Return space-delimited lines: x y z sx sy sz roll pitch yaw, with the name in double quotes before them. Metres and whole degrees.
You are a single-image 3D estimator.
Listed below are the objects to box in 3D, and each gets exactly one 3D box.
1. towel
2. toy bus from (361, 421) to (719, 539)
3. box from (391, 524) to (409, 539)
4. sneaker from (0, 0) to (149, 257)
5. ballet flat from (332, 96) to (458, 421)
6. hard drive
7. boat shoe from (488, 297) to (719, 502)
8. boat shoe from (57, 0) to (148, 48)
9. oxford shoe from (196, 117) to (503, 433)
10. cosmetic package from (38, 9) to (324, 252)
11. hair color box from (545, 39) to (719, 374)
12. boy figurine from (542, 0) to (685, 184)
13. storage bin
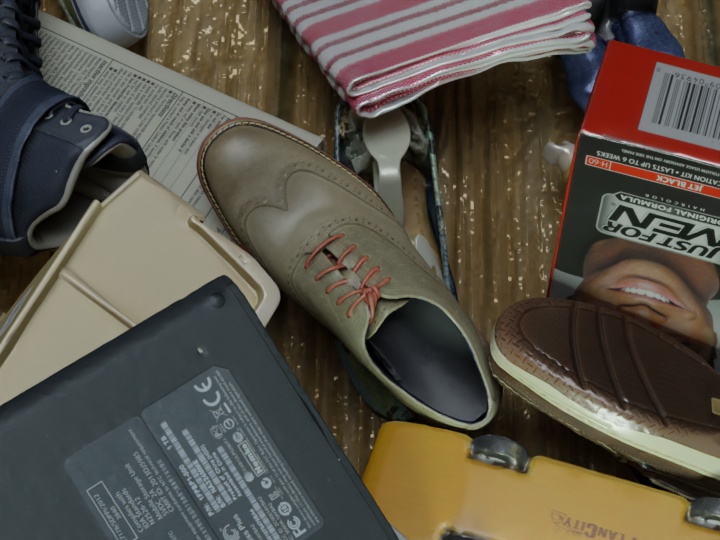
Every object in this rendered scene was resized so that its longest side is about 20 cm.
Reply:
"towel" 0.028 -0.154 1.052 0.146 0.030 0.200 -19 36 -12
"toy bus" 0.095 0.134 0.898 0.200 0.078 0.065 15 62 9
"box" -0.026 0.178 0.824 0.200 0.041 0.156 44 58 -26
"sneaker" -0.160 -0.101 0.942 0.146 0.077 0.203 13 73 21
"ballet flat" 0.014 -0.020 0.991 0.074 0.074 0.200 -7 61 -3
"hard drive" -0.097 0.108 0.729 0.200 0.033 0.140 -31 88 -28
"boat shoe" 0.149 0.083 0.913 0.202 0.075 0.075 24 41 -2
"boat shoe" -0.179 -0.201 1.104 0.062 0.072 0.200 -30 58 12
"oxford shoe" 0.000 0.000 0.913 0.200 0.075 0.070 43 89 -4
"cosmetic package" -0.128 -0.056 1.009 0.200 0.073 0.104 27 65 14
"hair color box" 0.148 -0.015 0.909 0.101 0.200 0.061 15 57 10
"boy figurine" 0.163 -0.068 1.019 0.124 0.064 0.200 -14 59 -10
"storage bin" -0.144 0.079 0.851 0.094 0.200 0.199 35 64 -10
